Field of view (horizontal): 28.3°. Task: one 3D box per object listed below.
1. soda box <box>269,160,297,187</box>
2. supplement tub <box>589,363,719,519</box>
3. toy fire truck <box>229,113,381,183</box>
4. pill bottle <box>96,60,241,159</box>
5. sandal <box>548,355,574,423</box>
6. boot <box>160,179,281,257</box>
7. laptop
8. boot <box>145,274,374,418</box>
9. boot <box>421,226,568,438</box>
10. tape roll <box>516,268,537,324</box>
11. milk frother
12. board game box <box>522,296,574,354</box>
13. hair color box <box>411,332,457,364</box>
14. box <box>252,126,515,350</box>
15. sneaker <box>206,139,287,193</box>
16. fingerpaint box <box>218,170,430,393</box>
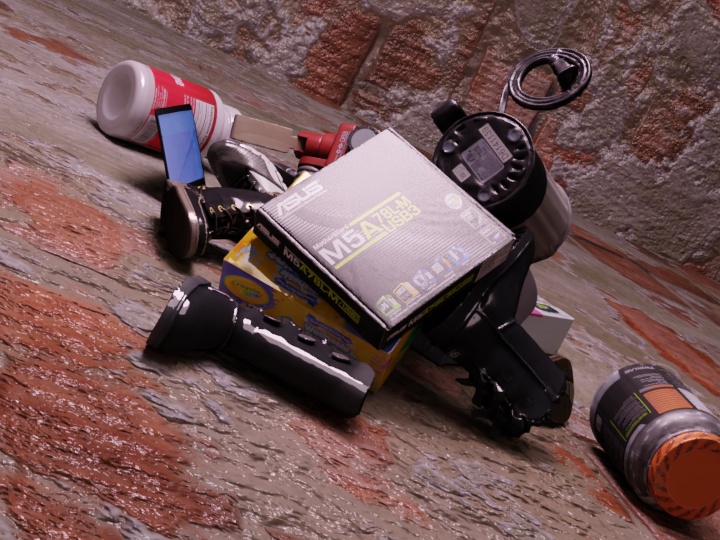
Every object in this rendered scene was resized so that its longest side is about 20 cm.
[{"bbox_3d":[-0.058,-0.079,2.015,0.200,0.071,0.063,32,9,20],"label":"soda box"},{"bbox_3d":[0.340,0.192,1.599,0.123,0.123,0.200,24,13,-14],"label":"supplement tub"},{"bbox_3d":[-0.077,-0.126,1.924,0.200,0.176,0.129,13,-19,21],"label":"toy fire truck"},{"bbox_3d":[-0.271,-0.222,2.063,0.200,0.112,0.112,17,15,-42],"label":"pill bottle"},{"bbox_3d":[0.193,0.139,1.667,0.055,0.082,0.200,9,6,37],"label":"sandal"},{"bbox_3d":[-0.148,-0.056,1.638,0.151,0.073,0.200,6,11,-16],"label":"boot"},{"bbox_3d":[-0.179,-0.125,1.866,0.200,0.103,0.177,28,12,3],"label":"laptop"},{"bbox_3d":[-0.085,0.079,1.308,0.200,0.066,0.165,32,13,0],"label":"boot"},{"bbox_3d":[0.167,0.070,1.545,0.162,0.198,0.073,49,-35,-13],"label":"boot"},{"bbox_3d":[0.128,0.003,1.812,0.200,0.066,0.200,38,-24,21],"label":"tape roll"},{"bbox_3d":[0.195,-0.132,1.631,0.188,0.200,0.181,42,30,-62],"label":"milk frother"},{"bbox_3d":[0.187,0.042,2.059,0.200,0.064,0.148,34,13,34],"label":"board game box"},{"bbox_3d":[0.058,0.042,1.774,0.200,0.061,0.099,34,13,28],"label":"hair color box"},{"bbox_3d":[0.025,-0.038,1.477,0.200,0.048,0.193,-33,68,-31],"label":"box"},{"bbox_3d":[-0.118,-0.080,1.782,0.200,0.066,0.091,51,13,-14],"label":"sneaker"},{"bbox_3d":[-0.023,0.010,1.509,0.200,0.073,0.167,29,49,11],"label":"fingerpaint box"}]
